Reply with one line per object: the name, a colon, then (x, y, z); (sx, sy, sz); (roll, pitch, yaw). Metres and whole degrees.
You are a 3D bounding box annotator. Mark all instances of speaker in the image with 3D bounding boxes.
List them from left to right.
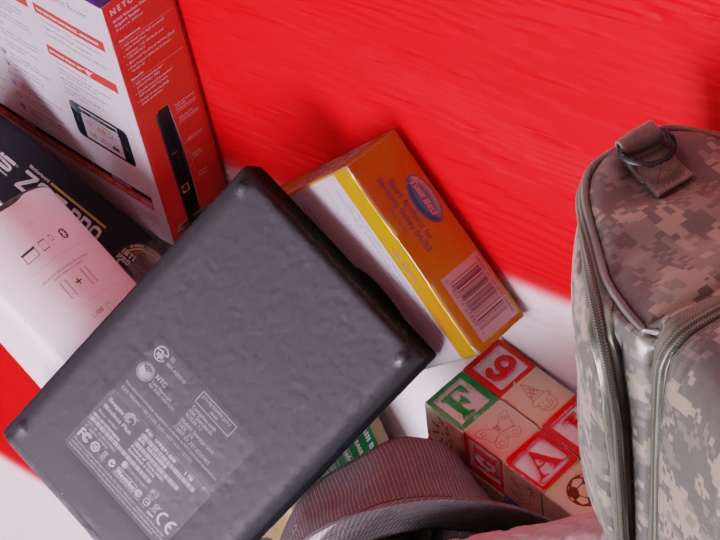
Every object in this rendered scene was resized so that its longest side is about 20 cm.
speaker: (-0.138, 0.051, 1.335); (0.200, 0.081, 0.081); (46, 155, 11)

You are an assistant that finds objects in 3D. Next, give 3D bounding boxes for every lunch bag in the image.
lunch bag: (0.157, 0.053, 0.994); (0.168, 0.139, 0.201); (52, 161, 40)

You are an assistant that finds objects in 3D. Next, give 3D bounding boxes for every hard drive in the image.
hard drive: (-0.076, 0.064, 1.258); (0.140, 0.200, 0.033); (46, -167, 11)

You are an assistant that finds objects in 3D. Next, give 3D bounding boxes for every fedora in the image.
fedora: (0.018, 0.156, 1.240); (0.091, 0.176, 0.201); (-106, 28, -47)

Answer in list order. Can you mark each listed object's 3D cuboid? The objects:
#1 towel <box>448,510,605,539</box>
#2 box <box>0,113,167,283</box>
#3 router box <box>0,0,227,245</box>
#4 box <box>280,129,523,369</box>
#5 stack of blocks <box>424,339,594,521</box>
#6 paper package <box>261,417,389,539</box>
towel: (0.118, 0.186, 1.199); (0.032, 0.198, 0.192); (-98, -5, -46)
box: (-0.190, -0.026, 1.491); (0.161, 0.049, 0.200); (42, 169, -4)
router box: (-0.173, -0.130, 1.403); (0.199, 0.049, 0.180); (32, 149, 36)
box: (0.000, 0.000, 1.298); (0.119, 0.041, 0.200); (55, 158, -7)
stack of blocks: (0.100, 0.146, 1.297); (0.115, 0.058, 0.201); (36, 151, 31)
paper package: (-0.063, 0.156, 1.468); (0.190, 0.103, 0.201); (-9, 114, 40)
